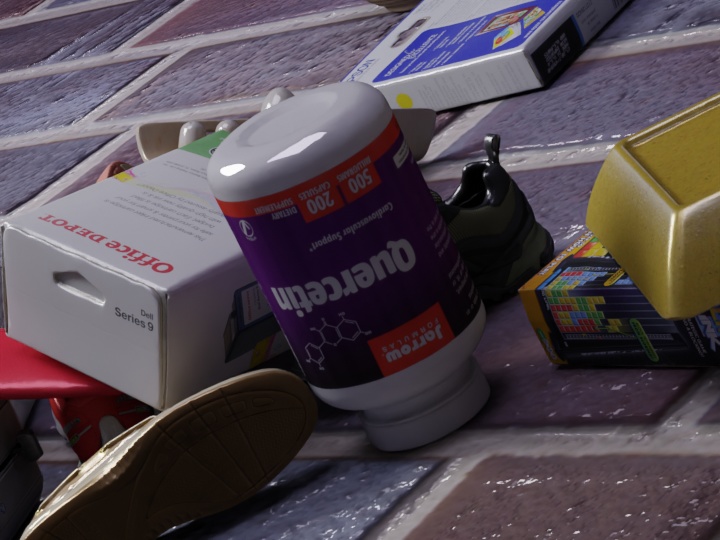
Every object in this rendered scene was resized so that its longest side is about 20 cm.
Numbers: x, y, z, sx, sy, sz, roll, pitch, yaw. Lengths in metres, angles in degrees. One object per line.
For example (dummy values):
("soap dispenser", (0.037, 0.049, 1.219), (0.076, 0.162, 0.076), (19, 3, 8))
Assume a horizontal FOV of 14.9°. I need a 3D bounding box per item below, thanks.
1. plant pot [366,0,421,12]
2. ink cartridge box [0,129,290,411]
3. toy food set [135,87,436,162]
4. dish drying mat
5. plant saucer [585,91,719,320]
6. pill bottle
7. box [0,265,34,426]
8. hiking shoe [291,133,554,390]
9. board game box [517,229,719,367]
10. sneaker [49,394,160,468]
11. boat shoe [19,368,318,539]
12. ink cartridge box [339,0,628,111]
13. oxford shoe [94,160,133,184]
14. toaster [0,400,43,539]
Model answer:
("plant pot", (0.052, -0.296, 2.479), (0.201, 0.093, 0.201), (-24, 19, 9))
("ink cartridge box", (-0.104, -0.005, 1.717), (0.145, 0.088, 0.200), (21, 31, 35))
("toy food set", (-0.058, -0.107, 2.074), (0.143, 0.060, 0.200), (-4, 4, -34))
("dish drying mat", (-0.234, 0.057, 1.720), (0.200, 0.018, 0.077), (0, 29, 7))
("plant saucer", (0.226, -0.062, 1.522), (0.200, 0.048, 0.200), (-26, 19, -1))
("pill bottle", (0.000, 0.000, 1.581), (0.112, 0.200, 0.112), (-24, 19, 8))
("box", (-0.348, 0.064, 1.914), (0.199, 0.171, 0.200), (-22, 18, 11))
("hiking shoe", (0.024, -0.003, 1.713), (0.200, 0.101, 0.076), (-36, 20, -28))
("board game box", (0.215, -0.020, 1.581), (0.200, 0.057, 0.165), (-39, 22, -34))
("sneaker", (-0.171, 0.071, 1.797), (0.077, 0.085, 0.200), (-27, 19, -7))
("boat shoe", (-0.118, 0.116, 1.615), (0.200, 0.074, 0.069), (-32, 18, 0))
("ink cartridge box", (0.104, -0.188, 2.201), (0.200, 0.047, 0.198), (-12, 25, 41))
("oxford shoe", (-0.210, -0.013, 2.134), (0.074, 0.071, 0.200), (-41, 8, 25))
("toaster", (-0.296, 0.142, 1.736), (0.200, 0.114, 0.129), (-15, 18, 27))
